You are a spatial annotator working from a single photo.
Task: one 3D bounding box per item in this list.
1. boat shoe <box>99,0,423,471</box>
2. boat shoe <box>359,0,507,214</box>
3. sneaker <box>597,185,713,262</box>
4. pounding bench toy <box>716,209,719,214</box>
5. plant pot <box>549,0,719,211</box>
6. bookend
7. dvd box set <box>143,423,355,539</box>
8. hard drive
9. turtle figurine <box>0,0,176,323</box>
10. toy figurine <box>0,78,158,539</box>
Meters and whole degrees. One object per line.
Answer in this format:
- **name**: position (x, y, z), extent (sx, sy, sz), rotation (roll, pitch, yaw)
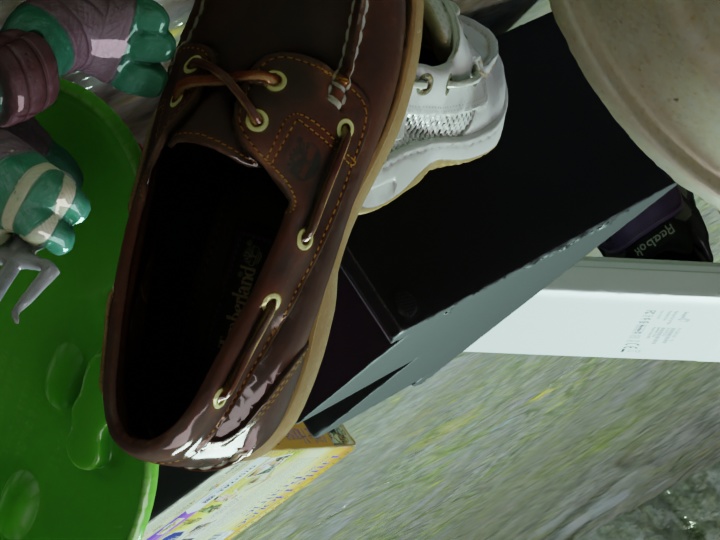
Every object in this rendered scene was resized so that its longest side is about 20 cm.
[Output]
- **boat shoe**: position (-0.032, -0.035, 0.898), extent (0.070, 0.201, 0.070), rotation (12, -178, 27)
- **boat shoe**: position (0.014, -0.077, 1.061), extent (0.200, 0.071, 0.070), rotation (-45, 146, -67)
- **sneaker**: position (0.159, -0.020, 1.626), extent (0.076, 0.088, 0.200), rotation (-34, 168, 10)
- **pounding bench toy**: position (0.271, -0.049, 1.524), extent (0.124, 0.200, 0.156), rotation (-37, 167, 20)
- **plant pot**: position (0.182, -0.128, 0.863), extent (0.200, 0.201, 0.183), rotation (-24, -179, -35)
- **bookend**: position (0.000, 0.000, 1.226), extent (0.198, 0.092, 0.200), rotation (-27, 171, -45)
- **dvd box set**: position (-0.096, 0.137, 1.745), extent (0.146, 0.029, 0.200), rotation (-36, 167, 15)
- **hard drive**: position (0.111, 0.020, 1.560), extent (0.199, 0.026, 0.132), rotation (3, 164, -3)
- **turtle figurine**: position (-0.139, -0.018, 0.830), extent (0.149, 0.101, 0.200), rotation (-23, -168, 37)
- **toy figurine**: position (-0.080, 0.009, 1.041), extent (0.184, 0.150, 0.201), rotation (-23, 138, -58)
